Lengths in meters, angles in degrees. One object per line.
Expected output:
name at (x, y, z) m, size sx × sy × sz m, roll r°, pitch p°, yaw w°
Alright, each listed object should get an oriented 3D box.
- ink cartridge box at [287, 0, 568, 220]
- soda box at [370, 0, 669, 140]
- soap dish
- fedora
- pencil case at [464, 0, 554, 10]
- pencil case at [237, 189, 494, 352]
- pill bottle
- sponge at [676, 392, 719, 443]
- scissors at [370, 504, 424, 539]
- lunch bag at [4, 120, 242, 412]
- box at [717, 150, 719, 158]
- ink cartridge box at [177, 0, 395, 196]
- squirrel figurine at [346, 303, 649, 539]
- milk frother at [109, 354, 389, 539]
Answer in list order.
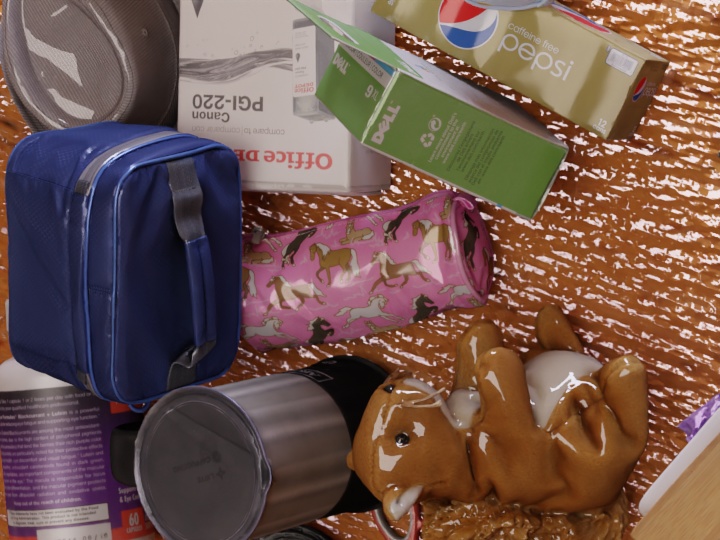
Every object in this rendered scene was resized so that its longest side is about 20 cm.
ink cartridge box at (0.034, -0.111, 1.607) m, size 0.060 × 0.199 × 0.104 m, roll -61°, pitch 28°, yaw 12°
soda box at (0.111, -0.165, 1.649) m, size 0.199 × 0.068 × 0.064 m, roll 31°, pitch 104°, yaw 18°
soap dish at (0.292, 0.151, 1.521) m, size 0.158 × 0.199 × 0.081 m, roll -51°, pitch 43°, yaw 18°
fedora at (-0.211, -0.170, 1.770) m, size 0.176 × 0.090 × 0.201 m, roll -28°, pitch 82°, yaw 21°
pencil case at (0.100, -0.278, 1.607) m, size 0.083 × 0.090 × 0.202 m, roll -23°, pitch 57°, yaw 43°
pencil case at (0.000, 0.000, 1.698) m, size 0.198 × 0.087 × 0.083 m, roll -11°, pitch 46°, yaw 22°
pill bottle at (-0.218, 0.119, 1.777) m, size 0.110 × 0.111 × 0.202 m, roll -5°, pitch 91°, yaw 22°
sponge at (0.310, 0.057, 1.554) m, size 0.200 × 0.111 × 0.030 m, roll -39°, pitch 70°, yaw 19°
scissors at (0.047, 0.247, 1.726) m, size 0.073 × 0.014 × 0.202 m, roll -4°, pitch 90°, yaw 21°
lunch bag at (-0.160, 0.001, 1.656) m, size 0.132 × 0.135 × 0.202 m, roll 14°, pitch 112°, yaw 40°
box at (0.357, -0.091, 1.570) m, size 0.200 × 0.036 × 0.143 m, roll -44°, pitch 77°, yaw 20°
ink cartridge box at (-0.054, -0.157, 1.710) m, size 0.144 × 0.085 × 0.202 m, roll 3°, pitch 96°, yaw 23°
squirrel figurine at (0.088, 0.138, 1.611) m, size 0.185 × 0.142 × 0.202 m, roll -15°, pitch 118°, yaw -18°
milk frother at (-0.070, 0.177, 1.674) m, size 0.180 × 0.188 × 0.202 m, roll -20°, pitch 83°, yaw 35°
